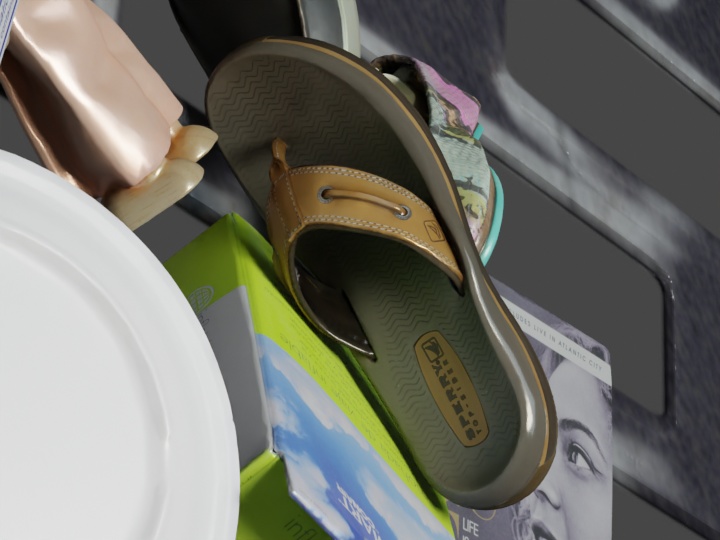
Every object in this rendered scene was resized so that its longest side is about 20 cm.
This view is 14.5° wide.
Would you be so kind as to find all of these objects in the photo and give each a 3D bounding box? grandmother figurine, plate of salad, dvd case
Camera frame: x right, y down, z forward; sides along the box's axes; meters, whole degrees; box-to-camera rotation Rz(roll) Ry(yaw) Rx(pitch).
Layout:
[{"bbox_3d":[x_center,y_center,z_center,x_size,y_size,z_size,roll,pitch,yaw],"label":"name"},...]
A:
[{"bbox_3d":[-0.129,-0.106,1.014,0.200,0.060,0.121,55,10,-16],"label":"grandmother figurine"},{"bbox_3d":[-0.130,0.056,0.860,0.199,0.048,0.201,10,67,-25],"label":"plate of salad"},{"bbox_3d":[0.061,0.097,1.206,0.149,0.016,0.201,31,50,-42],"label":"dvd case"}]

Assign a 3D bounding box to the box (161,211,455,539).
[{"bbox_3d":[-0.015,0.074,1.009,0.122,0.048,0.200,48,13,-26],"label":"box"}]

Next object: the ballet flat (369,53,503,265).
[{"bbox_3d":[0.014,-0.043,1.139,0.071,0.069,0.200,37,16,-11],"label":"ballet flat"}]

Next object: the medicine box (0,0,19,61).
[{"bbox_3d":[-0.158,-0.167,0.853,0.200,0.102,0.183,75,26,-64],"label":"medicine box"}]

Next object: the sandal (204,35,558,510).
[{"bbox_3d":[0.000,0.000,1.036,0.054,0.082,0.201,-11,70,-52],"label":"sandal"}]

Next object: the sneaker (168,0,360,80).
[{"bbox_3d":[-0.077,-0.135,1.090,0.106,0.075,0.201,-7,69,-51],"label":"sneaker"}]
